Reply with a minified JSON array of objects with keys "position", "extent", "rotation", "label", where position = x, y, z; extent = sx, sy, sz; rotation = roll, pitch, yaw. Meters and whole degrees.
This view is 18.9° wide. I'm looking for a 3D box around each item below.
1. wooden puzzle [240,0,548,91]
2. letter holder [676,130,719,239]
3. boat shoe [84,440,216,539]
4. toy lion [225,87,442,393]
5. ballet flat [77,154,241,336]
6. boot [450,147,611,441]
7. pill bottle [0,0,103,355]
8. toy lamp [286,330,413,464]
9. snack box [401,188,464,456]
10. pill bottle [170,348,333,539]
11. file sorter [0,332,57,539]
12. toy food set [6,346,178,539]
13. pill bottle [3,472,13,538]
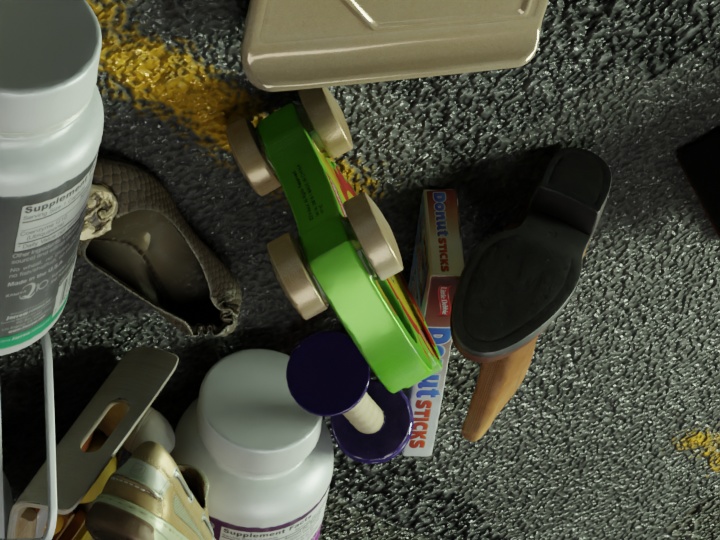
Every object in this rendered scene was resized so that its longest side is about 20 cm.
[{"position":[0.032,-0.191,1.164],"extent":[0.183,0.037,0.201],"rotation":[-8,136,-21],"label":"wooden puzzle"},{"position":[0.335,-0.058,1.453],"extent":[0.199,0.101,0.142],"rotation":[-29,147,8],"label":"letter holder"},{"position":[-0.118,0.161,1.375],"extent":[0.071,0.077,0.200],"rotation":[20,161,10],"label":"boat shoe"},{"position":[0.000,0.000,1.261],"extent":[0.068,0.201,0.192],"rotation":[-28,126,5],"label":"toy lion"},{"position":[-0.127,-0.007,1.300],"extent":[0.067,0.047,0.200],"rotation":[-30,145,9],"label":"ballet flat"},{"position":[0.088,0.041,1.406],"extent":[0.068,0.189,0.201],"rotation":[23,137,3],"label":"boot"},{"position":[-0.196,-0.056,1.139],"extent":[0.112,0.114,0.201],"rotation":[-6,141,-22],"label":"pill bottle"},{"position":[-0.001,0.086,1.365],"extent":[0.058,0.059,0.200],"rotation":[-25,165,3],"label":"toy lamp"},{"position":[0.044,0.038,1.432],"extent":[0.024,0.072,0.201],"rotation":[1,141,-5],"label":"snack box"},{"position":[-0.077,0.146,1.472],"extent":[0.111,0.113,0.201],"rotation":[-10,143,-18],"label":"pill bottle"},{"position":[-0.281,0.097,1.230],"extent":[0.198,0.140,0.124],"rotation":[0,174,-30],"label":"file sorter"},{"position":[-0.171,0.159,1.410],"extent":[0.060,0.144,0.201],"rotation":[25,139,9],"label":"toy food set"},{"position":[-0.324,0.163,1.355],"extent":[0.198,0.113,0.113],"rotation":[4,137,-32],"label":"pill bottle"}]
